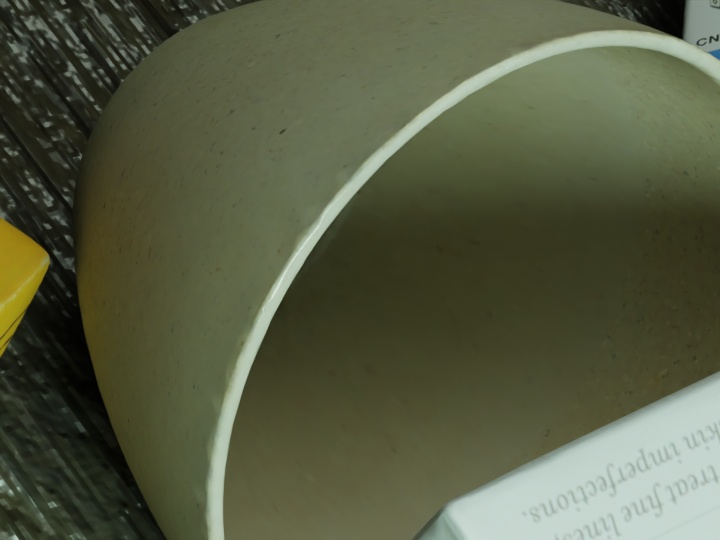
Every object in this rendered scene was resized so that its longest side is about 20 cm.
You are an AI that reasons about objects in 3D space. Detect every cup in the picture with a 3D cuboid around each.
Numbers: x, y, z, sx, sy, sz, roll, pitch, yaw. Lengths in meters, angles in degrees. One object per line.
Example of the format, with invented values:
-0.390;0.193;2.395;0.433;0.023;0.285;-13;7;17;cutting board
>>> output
0.000;0.000;0.801;0.200;0.201;0.143;-7;30;-39;cup

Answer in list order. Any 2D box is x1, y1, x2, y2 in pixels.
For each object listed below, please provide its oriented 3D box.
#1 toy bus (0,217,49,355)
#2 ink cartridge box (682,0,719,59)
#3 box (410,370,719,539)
-0.152;0.043;0.716;0.065;0.078;0.200;34;39;0;toy bus
0.195;-0.091;1.030;0.200;0.144;0.084;-79;151;-49;ink cartridge box
0.119;0.132;0.717;0.199;0.131;0.200;-21;74;-32;box
